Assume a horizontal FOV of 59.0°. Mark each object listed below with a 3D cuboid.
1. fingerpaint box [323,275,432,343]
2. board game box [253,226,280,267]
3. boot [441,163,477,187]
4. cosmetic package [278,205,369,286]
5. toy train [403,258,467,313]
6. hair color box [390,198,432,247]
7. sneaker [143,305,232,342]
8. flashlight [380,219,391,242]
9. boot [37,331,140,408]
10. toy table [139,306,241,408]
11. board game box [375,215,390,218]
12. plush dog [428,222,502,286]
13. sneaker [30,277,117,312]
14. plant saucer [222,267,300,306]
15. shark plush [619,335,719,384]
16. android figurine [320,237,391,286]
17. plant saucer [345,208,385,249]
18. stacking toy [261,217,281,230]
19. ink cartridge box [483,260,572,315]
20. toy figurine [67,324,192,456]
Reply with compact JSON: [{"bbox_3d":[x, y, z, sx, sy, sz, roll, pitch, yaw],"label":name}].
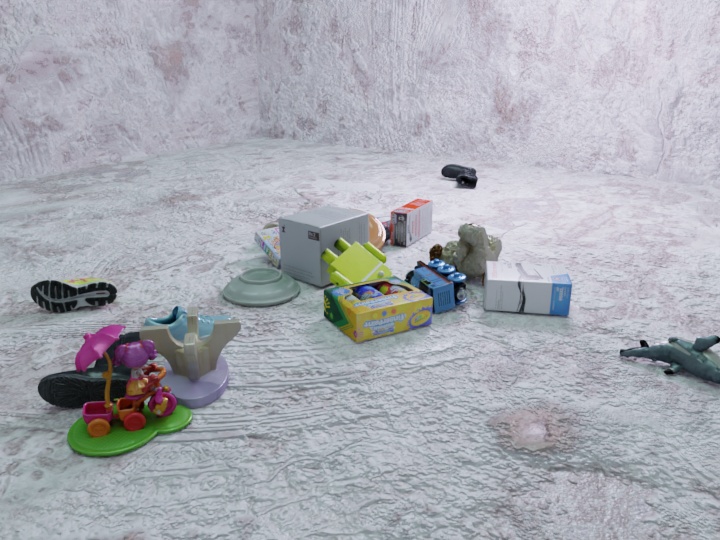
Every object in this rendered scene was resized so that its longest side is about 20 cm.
[{"bbox_3d":[0.038,0.082,1.461,0.199,0.074,0.167,-10,23,-26],"label":"fingerpaint box"},{"bbox_3d":[-0.197,-0.082,1.894,0.199,0.034,0.134,-16,50,-38],"label":"board game box"},{"bbox_3d":[0.442,-0.422,2.859,0.164,0.066,0.200,2,24,8],"label":"boot"},{"bbox_3d":[-0.098,-0.073,1.748,0.164,0.166,0.199,15,25,40],"label":"cosmetic package"},{"bbox_3d":[0.186,0.033,1.588,0.114,0.087,0.200,-13,23,-18],"label":"toy train"},{"bbox_3d":[0.167,-0.158,2.069,0.064,0.112,0.200,10,21,27],"label":"hair color box"},{"bbox_3d":[-0.363,0.113,1.359,0.199,0.082,0.074,-13,25,-33],"label":"sneaker"},{"bbox_3d":[0.104,-0.135,2.085,0.068,0.068,0.200,10,17,32],"label":"flashlight"},{"bbox_3d":[-0.496,0.177,1.202,0.164,0.066,0.200,5,22,-14],"label":"boot"},{"bbox_3d":[-0.313,0.155,1.197,0.183,0.118,0.200,-8,21,-23],"label":"toy table"},{"bbox_3d":[0.004,-0.150,2.120,0.199,0.039,0.158,-5,7,33],"label":"board game box"},{"bbox_3d":[0.278,-0.031,1.735,0.171,0.162,0.200,-4,-13,32],"label":"plush dog"},{"bbox_3d":[-0.690,0.054,1.547,0.199,0.079,0.090,2,11,-13],"label":"sneaker"},{"bbox_3d":[-0.254,0.032,1.631,0.199,0.051,0.200,1,20,0],"label":"plant saucer"},{"bbox_3d":[0.618,0.169,1.250,0.199,0.091,0.084,14,54,22],"label":"shark plush"},{"bbox_3d":[0.000,0.000,1.611,0.200,0.041,0.182,39,46,11],"label":"android figurine"},{"bbox_3d":[-0.021,-0.120,1.936,0.199,0.032,0.201,6,47,-6],"label":"plant saucer"},{"bbox_3d":[-0.261,-0.132,2.046,0.085,0.086,0.200,1,16,2],"label":"stacking toy"},{"bbox_3d":[0.405,0.041,1.564,0.199,0.085,0.145,3,20,9],"label":"ink cartridge box"},{"bbox_3d":[-0.381,0.177,1.036,0.199,0.185,0.150,-5,21,-17],"label":"toy figurine"}]
